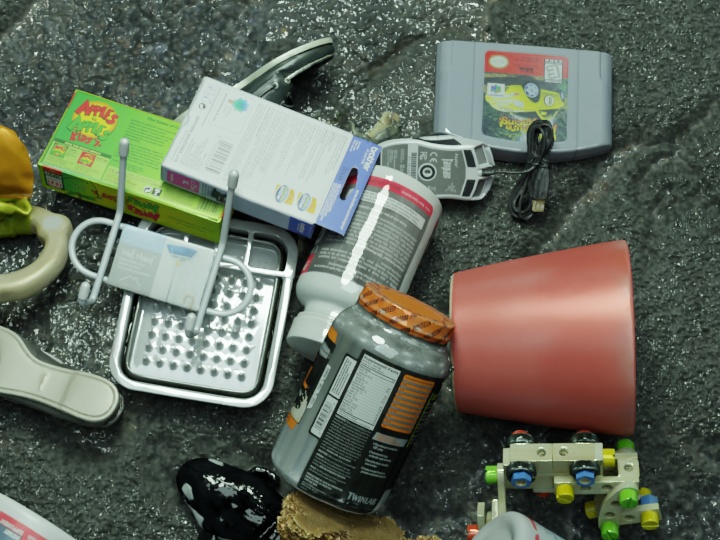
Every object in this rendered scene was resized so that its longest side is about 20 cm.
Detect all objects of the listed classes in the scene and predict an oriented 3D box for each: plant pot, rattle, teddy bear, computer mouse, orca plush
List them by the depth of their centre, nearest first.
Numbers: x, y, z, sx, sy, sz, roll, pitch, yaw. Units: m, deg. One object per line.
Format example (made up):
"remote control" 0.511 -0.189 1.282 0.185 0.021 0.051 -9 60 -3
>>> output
"teddy bear" 0.008 0.279 1.420 0.200 0.067 0.145 16 29 -29
"orca plush" -0.104 0.254 1.451 0.105 0.071 0.200 -33 75 -13
"rattle" -0.375 -0.020 1.477 0.130 0.143 0.200 29 51 6
"plant pot" 0.182 0.070 1.481 0.177 0.200 0.201 -3 70 7
"computer mouse" 0.106 -0.114 1.598 0.200 0.044 0.110 4 110 2

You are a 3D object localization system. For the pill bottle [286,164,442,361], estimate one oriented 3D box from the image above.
"pill bottle" 0.000 0.000 1.527 0.111 0.111 0.200 22 70 5

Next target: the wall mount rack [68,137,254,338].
"wall mount rack" -0.199 -0.031 1.485 0.200 0.075 0.174 16 90 4

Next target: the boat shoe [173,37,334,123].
"boat shoe" -0.106 -0.182 1.606 0.199 0.075 0.066 -30 88 -8

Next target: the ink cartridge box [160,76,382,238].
"ink cartridge box" -0.091 -0.111 1.513 0.200 0.042 0.119 20 62 4

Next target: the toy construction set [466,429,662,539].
"toy construction set" 0.198 0.221 1.462 0.200 0.131 0.092 -13 48 -2

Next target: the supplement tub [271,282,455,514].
"supplement tub" 0.006 0.121 1.415 0.123 0.123 0.200 27 98 6

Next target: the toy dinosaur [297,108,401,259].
"toy dinosaur" -0.036 -0.116 1.603 0.088 0.047 0.200 37 76 3

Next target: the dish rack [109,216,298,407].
"dish rack" -0.162 0.043 1.539 0.172 0.044 0.200 10 70 -1

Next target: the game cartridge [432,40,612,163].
"game cartridge" 0.182 -0.186 1.644 0.200 0.041 0.133 4 74 -2

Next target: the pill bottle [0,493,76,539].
"pill bottle" -0.357 0.322 1.389 0.120 0.120 0.200 29 72 7

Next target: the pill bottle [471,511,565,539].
"pill bottle" 0.196 0.320 1.401 0.200 0.109 0.109 33 70 -16

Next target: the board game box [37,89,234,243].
"board game box" -0.223 -0.109 1.548 0.200 0.048 0.102 18 61 5

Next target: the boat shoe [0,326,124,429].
"boat shoe" -0.333 0.113 1.505 0.200 0.057 0.067 23 68 11
